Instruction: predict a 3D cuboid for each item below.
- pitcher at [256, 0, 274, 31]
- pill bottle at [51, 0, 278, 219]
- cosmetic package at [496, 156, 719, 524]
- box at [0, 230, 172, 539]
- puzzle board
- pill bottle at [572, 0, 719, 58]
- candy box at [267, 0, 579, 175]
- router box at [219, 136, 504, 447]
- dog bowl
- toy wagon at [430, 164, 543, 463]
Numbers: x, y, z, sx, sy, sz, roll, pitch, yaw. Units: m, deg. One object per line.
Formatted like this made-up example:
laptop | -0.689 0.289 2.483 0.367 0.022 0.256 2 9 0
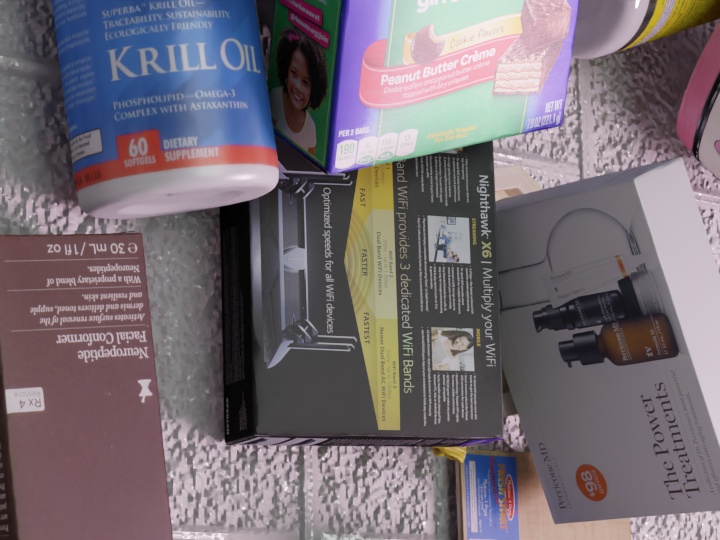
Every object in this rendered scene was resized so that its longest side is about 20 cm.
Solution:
pitcher | 0.025 -0.219 1.335 0.199 0.121 0.173 -23 124 -46
pill bottle | -0.110 -0.135 1.216 0.112 0.112 0.202 -5 85 -42
cosmetic package | 0.151 0.046 1.335 0.052 0.150 0.201 -24 97 -39
box | -0.160 0.082 1.155 0.100 0.075 0.202 -3 85 -42
puzzle board | 0.116 0.215 1.414 0.150 0.017 0.202 7 77 -40
pill bottle | 0.200 -0.214 1.510 0.199 0.112 0.113 -20 95 -42
candy box | 0.040 -0.168 1.218 0.168 0.077 0.201 -14 122 -33
router box | 0.000 0.000 1.298 0.156 0.052 0.202 3 79 -23
dog bowl | 0.289 -0.144 1.537 0.074 0.201 0.200 33 49 17
toy wagon | 0.075 0.030 1.398 0.155 0.039 0.201 43 57 -27
